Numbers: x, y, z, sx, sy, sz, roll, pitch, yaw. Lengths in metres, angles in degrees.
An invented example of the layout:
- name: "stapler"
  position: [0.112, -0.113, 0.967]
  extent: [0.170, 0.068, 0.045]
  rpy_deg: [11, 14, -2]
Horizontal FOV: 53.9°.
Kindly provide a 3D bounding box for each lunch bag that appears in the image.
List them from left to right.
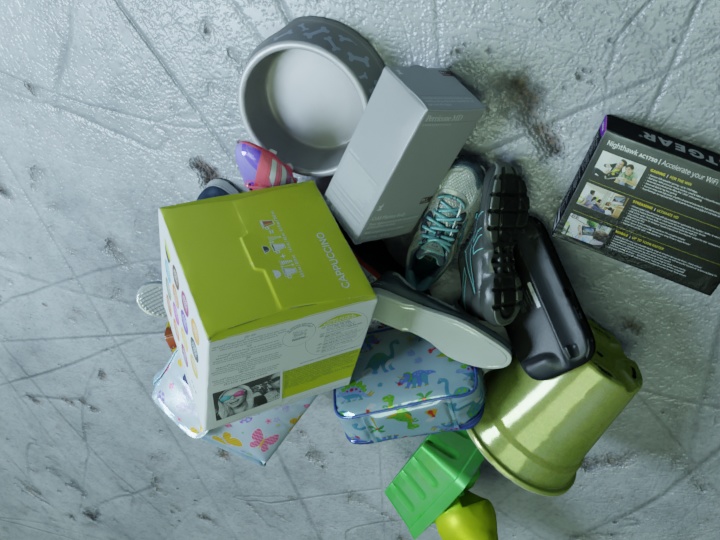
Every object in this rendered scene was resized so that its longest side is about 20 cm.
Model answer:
- name: "lunch bag"
  position: [-0.180, 0.163, 1.019]
  extent: [0.200, 0.127, 0.170]
  rpy_deg: [32, 106, -18]
- name: "lunch bag"
  position: [0.065, 0.143, 0.956]
  extent: [0.200, 0.161, 0.083]
  rpy_deg: [-14, 131, 10]

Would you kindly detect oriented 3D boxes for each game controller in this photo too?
- name: "game controller"
  position: [0.216, 0.034, 0.889]
  extent: [0.104, 0.042, 0.200]
  rpy_deg: [-39, 62, 45]

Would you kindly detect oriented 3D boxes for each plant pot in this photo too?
- name: "plant pot"
  position: [0.265, 0.165, 0.952]
  extent: [0.200, 0.200, 0.184]
  rpy_deg: [33, 119, -4]

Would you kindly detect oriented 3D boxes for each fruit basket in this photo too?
- name: "fruit basket"
  position: [0.160, 0.368, 1.151]
  extent: [0.215, 0.155, 0.216]
  rpy_deg: [18, 125, 27]

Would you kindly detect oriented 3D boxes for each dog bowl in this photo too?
- name: "dog bowl"
  position: [-0.062, -0.206, 0.878]
  extent: [0.200, 0.059, 0.200]
  rpy_deg: [11, 128, 15]

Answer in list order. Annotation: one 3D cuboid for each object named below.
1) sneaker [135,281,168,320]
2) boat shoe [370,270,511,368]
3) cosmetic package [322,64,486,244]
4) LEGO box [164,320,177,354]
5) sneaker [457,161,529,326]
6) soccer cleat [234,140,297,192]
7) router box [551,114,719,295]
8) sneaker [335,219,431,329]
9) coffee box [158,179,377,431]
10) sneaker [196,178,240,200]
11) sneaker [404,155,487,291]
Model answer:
- name: "sneaker"
  position: [-0.270, 0.064, 1.172]
  extent: [0.200, 0.082, 0.074]
  rpy_deg: [28, 92, -19]
- name: "boat shoe"
  position: [0.103, 0.058, 0.896]
  extent: [0.200, 0.062, 0.073]
  rpy_deg: [24, 139, 12]
- name: "cosmetic package"
  position: [0.046, -0.135, 0.836]
  extent: [0.090, 0.107, 0.200]
  rpy_deg: [54, 136, 24]
- name: "LEGO box"
  position: [-0.182, 0.114, 1.107]
  extent: [0.200, 0.077, 0.149]
  rpy_deg: [-15, 121, 3]
- name: "sneaker"
  position: [0.153, -0.033, 0.870]
  extent: [0.079, 0.075, 0.200]
  rpy_deg: [14, 102, 52]
- name: "soccer cleat"
  position: [-0.117, -0.092, 0.924]
  extent: [0.067, 0.077, 0.200]
  rpy_deg: [22, 162, 22]
- name: "router box"
  position: [0.345, -0.072, 0.814]
  extent: [0.200, 0.051, 0.149]
  rpy_deg: [22, 128, 6]
- name: "sneaker"
  position: [0.000, 0.001, 1.001]
  extent: [0.201, 0.067, 0.108]
  rpy_deg: [47, 137, -8]
- name: "coffee box"
  position: [-0.122, 0.038, 0.866]
  extent: [0.200, 0.200, 0.198]
  rpy_deg: [-13, 145, -23]
- name: "sneaker"
  position: [-0.168, -0.022, 1.004]
  extent: [0.202, 0.146, 0.077]
  rpy_deg: [38, 128, -10]
- name: "sneaker"
  position: [0.109, -0.051, 0.904]
  extent: [0.078, 0.086, 0.200]
  rpy_deg: [21, 130, 5]
